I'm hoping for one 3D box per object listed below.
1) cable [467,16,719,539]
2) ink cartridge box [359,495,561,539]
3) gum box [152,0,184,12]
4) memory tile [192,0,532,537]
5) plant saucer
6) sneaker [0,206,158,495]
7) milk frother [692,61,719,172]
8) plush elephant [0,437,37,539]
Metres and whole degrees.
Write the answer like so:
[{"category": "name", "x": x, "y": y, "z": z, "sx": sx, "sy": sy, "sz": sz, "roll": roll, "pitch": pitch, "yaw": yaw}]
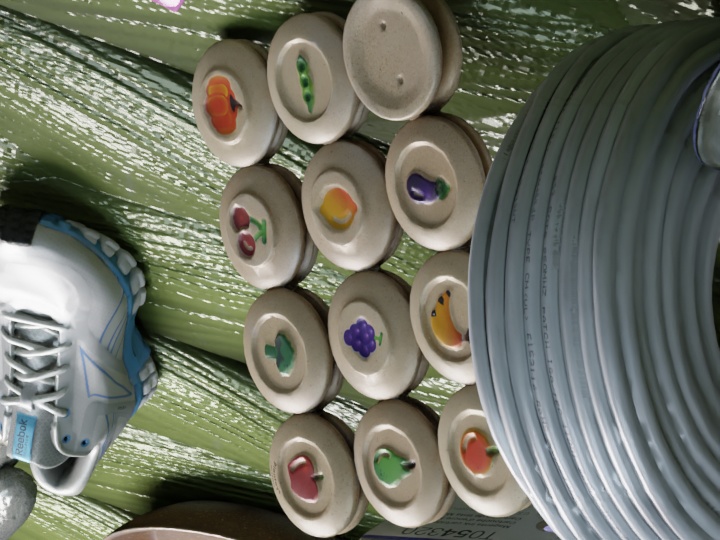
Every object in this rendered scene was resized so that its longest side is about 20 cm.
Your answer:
[{"category": "cable", "x": 0.121, "y": 0.015, "z": 0.935, "sx": 0.069, "sy": 0.200, "sz": 0.201, "roll": -6, "pitch": 120, "yaw": 43}, {"category": "ink cartridge box", "x": 0.133, "y": 0.092, "z": 1.100, "sx": 0.196, "sy": 0.200, "sz": 0.044, "roll": 1, "pitch": 110, "yaw": 35}, {"category": "gum box", "x": -0.114, "y": -0.171, "z": 0.901, "sx": 0.199, "sy": 0.066, "sz": 0.114, "roll": 25, "pitch": 155, "yaw": -10}, {"category": "memory tile", "x": 0.000, "y": 0.000, "z": 1.042, "sx": 0.017, "sy": 0.201, "sz": 0.153, "roll": -13, "pitch": -179, "yaw": -42}, {"category": "plant saucer", "x": -0.050, "y": 0.178, "z": 1.544, "sx": 0.199, "sy": 0.037, "sz": 0.201, "roll": 17, "pitch": 153, "yaw": 9}, {"category": "sneaker", "x": -0.144, "y": 0.045, "z": 1.307, "sx": 0.075, "sy": 0.087, "sz": 0.200, "roll": 14, "pitch": 151, "yaw": 16}, {"category": "milk frother", "x": 0.243, "y": -0.034, "z": 0.853, "sx": 0.188, "sy": 0.181, "sz": 0.200, "roll": 47, "pitch": -164, "yaw": 24}, {"category": "plush elephant", "x": -0.266, "y": 0.141, "z": 1.489, "sx": 0.164, "sy": 0.155, "sz": 0.200, "roll": 19, "pitch": 153, "yaw": 2}]
